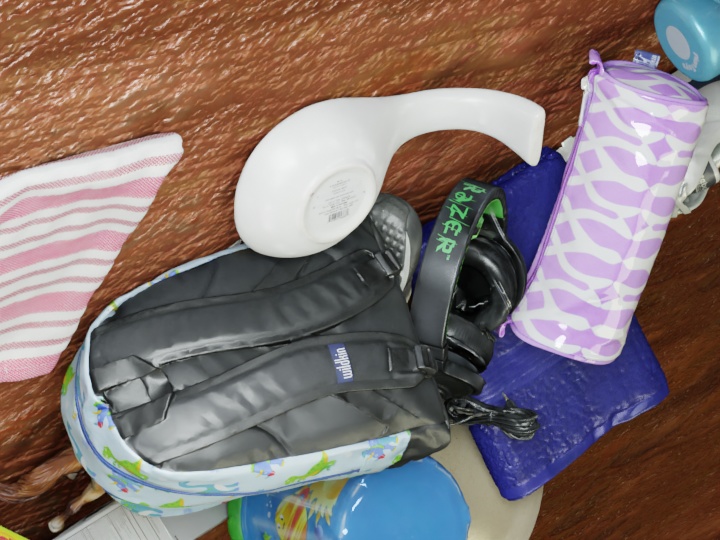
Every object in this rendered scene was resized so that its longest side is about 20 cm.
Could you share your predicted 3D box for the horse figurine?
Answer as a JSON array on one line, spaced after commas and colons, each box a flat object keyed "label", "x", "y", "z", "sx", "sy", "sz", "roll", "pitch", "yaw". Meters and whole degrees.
[{"label": "horse figurine", "x": -0.138, "y": 0.099, "z": 1.747, "sx": 0.200, "sy": 0.050, "sz": 0.133, "roll": -29, "pitch": 168, "yaw": -33}]

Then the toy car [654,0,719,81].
[{"label": "toy car", "x": 0.322, "y": -0.157, "z": 1.745, "sx": 0.184, "sy": 0.200, "sz": 0.177, "roll": -31, "pitch": 161, "yaw": -19}]

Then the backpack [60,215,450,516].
[{"label": "backpack", "x": -0.075, "y": 0.067, "z": 1.627, "sx": 0.199, "sy": 0.164, "sz": 0.154, "roll": -15, "pitch": 167, "yaw": -36}]

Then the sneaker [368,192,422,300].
[{"label": "sneaker", "x": 0.000, "y": 0.000, "z": 1.758, "sx": 0.080, "sy": 0.074, "sz": 0.200, "roll": -44, "pitch": 172, "yaw": -31}]

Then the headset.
[{"label": "headset", "x": 0.073, "y": 0.034, "z": 1.742, "sx": 0.200, "sy": 0.094, "sz": 0.124, "roll": 91, "pitch": 20, "yaw": -50}]

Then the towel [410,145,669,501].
[{"label": "towel", "x": 0.112, "y": 0.035, "z": 1.876, "sx": 0.147, "sy": 0.201, "sz": 0.049, "roll": -32, "pitch": -161, "yaw": -22}]

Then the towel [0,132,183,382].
[{"label": "towel", "x": -0.181, "y": 0.008, "z": 1.470, "sx": 0.146, "sy": 0.030, "sz": 0.200, "roll": -22, "pitch": 156, "yaw": -43}]

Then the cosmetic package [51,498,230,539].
[{"label": "cosmetic package", "x": -0.129, "y": 0.159, "z": 1.824, "sx": 0.082, "sy": 0.051, "sz": 0.200, "roll": -30, "pitch": 179, "yaw": 17}]

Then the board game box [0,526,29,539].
[{"label": "board game box", "x": -0.234, "y": 0.207, "z": 1.676, "sx": 0.102, "sy": 0.048, "sz": 0.200, "roll": -44, "pitch": 131, "yaw": 17}]

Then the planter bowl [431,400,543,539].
[{"label": "planter bowl", "x": 0.010, "y": 0.141, "z": 1.943, "sx": 0.200, "sy": 0.201, "sz": 0.135, "roll": -43, "pitch": 136, "yaw": 17}]

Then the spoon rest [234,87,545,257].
[{"label": "spoon rest", "x": 0.010, "y": -0.065, "z": 1.611, "sx": 0.199, "sy": 0.061, "sz": 0.100, "roll": -17, "pitch": 132, "yaw": -29}]

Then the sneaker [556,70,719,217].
[{"label": "sneaker", "x": 0.189, "y": -0.065, "z": 1.919, "sx": 0.200, "sy": 0.081, "sz": 0.076, "roll": -34, "pitch": 164, "yaw": -6}]

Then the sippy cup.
[{"label": "sippy cup", "x": 0.001, "y": 0.158, "z": 1.779, "sx": 0.177, "sy": 0.140, "sz": 0.130, "roll": 15, "pitch": 176, "yaw": -26}]

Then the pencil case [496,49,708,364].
[{"label": "pencil case", "x": 0.158, "y": -0.040, "z": 1.794, "sx": 0.084, "sy": 0.085, "sz": 0.201, "roll": -116, "pitch": -139, "yaw": -71}]
